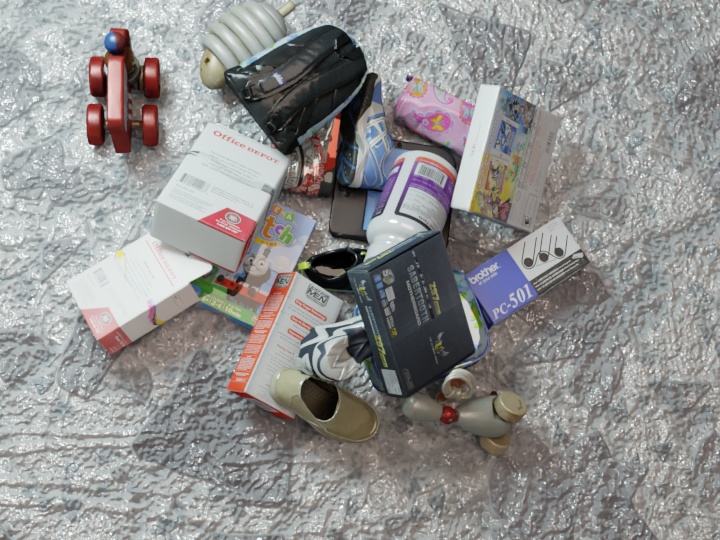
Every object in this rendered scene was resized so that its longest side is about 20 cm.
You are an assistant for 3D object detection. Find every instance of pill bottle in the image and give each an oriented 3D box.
[{"bbox_3d":[0.074,-0.077,1.681,0.111,0.112,0.201,24,60,-1],"label":"pill bottle"}]

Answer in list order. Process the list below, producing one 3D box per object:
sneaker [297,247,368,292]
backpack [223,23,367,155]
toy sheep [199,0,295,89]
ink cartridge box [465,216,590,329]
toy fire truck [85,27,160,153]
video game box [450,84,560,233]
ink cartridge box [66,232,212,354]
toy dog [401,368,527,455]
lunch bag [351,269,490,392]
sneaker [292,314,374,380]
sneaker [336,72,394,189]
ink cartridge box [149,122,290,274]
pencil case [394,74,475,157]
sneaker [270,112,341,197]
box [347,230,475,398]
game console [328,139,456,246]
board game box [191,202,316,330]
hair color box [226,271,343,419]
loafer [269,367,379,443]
[{"bbox_3d":[0.000,0.000,1.711,0.199,0.083,0.072,-5,76,-10],"label":"sneaker"},{"bbox_3d":[-0.086,-0.296,1.688,0.200,0.154,0.163,-39,93,2],"label":"backpack"},{"bbox_3d":[-0.180,-0.367,1.762,0.200,0.138,0.138,-42,84,-12],"label":"toy sheep"},{"bbox_3d":[0.267,0.004,1.770,0.199,0.044,0.094,-32,80,-15],"label":"ink cartridge box"},{"bbox_3d":[-0.372,-0.288,1.690,0.111,0.168,0.201,1,75,-8],"label":"toy fire truck"},{"bbox_3d":[0.234,-0.174,1.734,0.182,0.047,0.201,15,89,-49],"label":"video game box"},{"bbox_3d":[-0.325,0.021,1.642,0.199,0.068,0.117,-31,65,-7],"label":"ink cartridge box"},{"bbox_3d":[0.161,0.204,1.671,0.200,0.097,0.132,34,113,-28],"label":"toy dog"},{"bbox_3d":[0.093,0.099,1.697,0.199,0.082,0.162,-19,79,-11],"label":"lunch bag"},{"bbox_3d":[-0.017,0.101,1.613,0.199,0.129,0.080,-36,112,-36],"label":"sneaker"},{"bbox_3d":[0.012,-0.223,1.758,0.077,0.076,0.201,15,75,-27],"label":"sneaker"},{"bbox_3d":[-0.210,-0.113,1.646,0.144,0.084,0.200,25,48,-1],"label":"ink cartridge box"},{"bbox_3d":[0.150,-0.244,1.799,0.199,0.087,0.088,26,73,0],"label":"pencil case"},{"bbox_3d":[-0.091,-0.222,1.766,0.107,0.067,0.203,7,77,-9],"label":"sneaker"},{"bbox_3d":[0.078,0.062,1.575,0.157,0.051,0.201,-28,108,-37],"label":"box"},{"bbox_3d":[0.054,-0.128,1.782,0.199,0.031,0.178,8,74,-5],"label":"game console"},{"bbox_3d":[-0.178,-0.020,1.715,0.151,0.037,0.201,24,72,-1],"label":"board game box"},{"bbox_3d":[-0.113,0.114,1.658,0.101,0.061,0.201,33,71,-29],"label":"hair color box"},{"bbox_3d":[-0.045,0.208,1.625,0.199,0.068,0.076,29,76,-30],"label":"loafer"}]
